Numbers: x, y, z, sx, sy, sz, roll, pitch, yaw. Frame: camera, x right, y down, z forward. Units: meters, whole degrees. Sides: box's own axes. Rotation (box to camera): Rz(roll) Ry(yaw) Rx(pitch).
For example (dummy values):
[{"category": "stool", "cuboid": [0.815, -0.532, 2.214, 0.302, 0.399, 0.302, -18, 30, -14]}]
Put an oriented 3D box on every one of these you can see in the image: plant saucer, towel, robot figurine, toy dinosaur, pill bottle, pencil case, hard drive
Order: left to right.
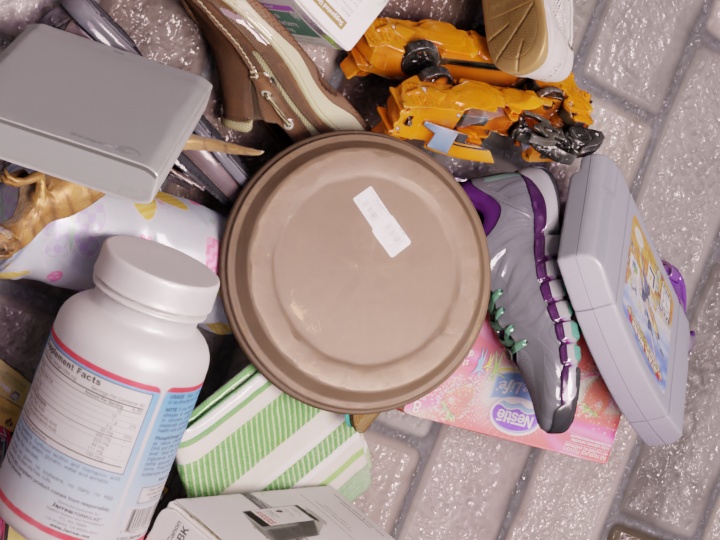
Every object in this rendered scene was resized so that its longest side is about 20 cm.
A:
[{"category": "hard drive", "cuboid": [-0.173, -0.103, 1.325, 0.131, 0.200, 0.026, 18, 111, -1]}, {"category": "toy dinosaur", "cuboid": [-0.179, -0.072, 1.384, 0.199, 0.060, 0.107, -31, 89, -20]}, {"category": "pill bottle", "cuboid": [-0.166, 0.084, 1.401, 0.108, 0.109, 0.201, 14, 106, -31]}, {"category": "pencil case", "cuboid": [-0.163, -0.014, 1.464, 0.199, 0.083, 0.091, 15, 109, -30]}, {"category": "towel", "cuboid": [-0.063, 0.137, 1.535, 0.152, 0.023, 0.201, -39, 142, -20]}, {"category": "plant saucer", "cuboid": [0.000, 0.000, 1.466, 0.199, 0.029, 0.202, 1, 85, -15]}, {"category": "robot figurine", "cuboid": [0.089, -0.132, 1.569, 0.199, 0.146, 0.058, 6, 135, -34]}]

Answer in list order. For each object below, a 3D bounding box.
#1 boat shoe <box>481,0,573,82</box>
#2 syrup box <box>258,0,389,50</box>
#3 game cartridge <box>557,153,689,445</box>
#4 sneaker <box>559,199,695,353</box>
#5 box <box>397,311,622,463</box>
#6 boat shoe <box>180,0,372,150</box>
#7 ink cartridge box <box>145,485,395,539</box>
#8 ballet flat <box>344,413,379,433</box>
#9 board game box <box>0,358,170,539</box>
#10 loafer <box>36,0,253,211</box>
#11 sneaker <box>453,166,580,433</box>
[{"category": "boat shoe", "cuboid": [0.127, -0.235, 1.579, 0.069, 0.070, 0.201, 16, 67, -50]}, {"category": "syrup box", "cuboid": [0.007, -0.260, 1.515, 0.081, 0.079, 0.200, 42, 78, -29]}, {"category": "game cartridge", "cuboid": [0.200, 0.029, 1.562, 0.134, 0.041, 0.201, -81, 149, -48]}, {"category": "sneaker", "cuboid": [0.217, 0.012, 1.691, 0.088, 0.080, 0.201, -39, 121, -23]}, {"category": "box", "cuboid": [0.102, 0.076, 1.619, 0.199, 0.102, 0.095, 16, 91, -32]}, {"category": "boat shoe", "cuboid": [-0.071, -0.131, 1.500, 0.075, 0.075, 0.202, -48, 118, -7]}, {"category": "ink cartridge box", "cuboid": [-0.081, 0.238, 1.490, 0.200, 0.083, 0.147, 3, 119, -58]}, {"category": "ballet flat", "cuboid": [0.022, 0.016, 1.514, 0.072, 0.068, 0.202, -2, 87, 8]}, {"category": "board game box", "cuboid": [-0.248, 0.151, 1.474, 0.200, 0.035, 0.136, 42, 78, -29]}, {"category": "loafer", "cuboid": [-0.153, -0.108, 1.468, 0.063, 0.072, 0.200, -41, 111, 4]}, {"category": "sneaker", "cuboid": [0.107, 0.024, 1.532, 0.087, 0.074, 0.201, -3, 71, -10]}]
